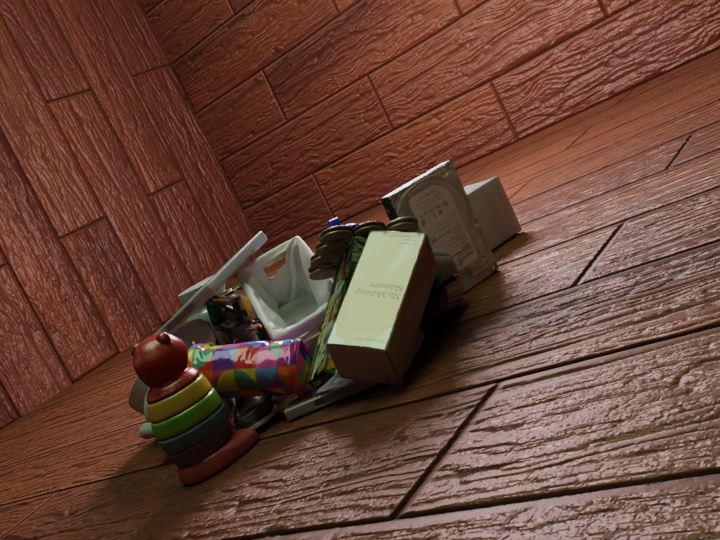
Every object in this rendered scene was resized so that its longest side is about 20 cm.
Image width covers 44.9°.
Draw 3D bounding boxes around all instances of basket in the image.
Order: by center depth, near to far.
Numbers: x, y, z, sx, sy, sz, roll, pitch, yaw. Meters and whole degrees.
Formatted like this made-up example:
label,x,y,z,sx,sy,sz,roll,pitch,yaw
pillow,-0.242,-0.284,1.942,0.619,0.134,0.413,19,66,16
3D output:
label,x,y,z,sx,sy,sz,roll,pitch,yaw
basket,-0.105,0.065,1.468,0.134,0.125,0.201,-29,43,-9

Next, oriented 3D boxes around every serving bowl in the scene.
label,x,y,z,sx,sy,sz,roll,pitch,yaw
serving bowl,-0.324,0.186,1.569,0.201,0.065,0.201,-51,-12,-15

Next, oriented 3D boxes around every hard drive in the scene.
label,x,y,z,sx,sy,sz,roll,pitch,yaw
hard drive,0.133,-0.059,1.435,0.138,0.204,0.038,-29,10,-23

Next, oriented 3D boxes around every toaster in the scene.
label,x,y,z,sx,sy,sz,roll,pitch,yaw
toaster,0.075,0.030,1.337,0.197,0.116,0.129,-26,-6,23

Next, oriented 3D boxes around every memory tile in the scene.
label,x,y,z,sx,sy,sz,roll,pitch,yaw
memory tile,0.000,-0.030,1.323,0.149,0.017,0.200,-7,-17,-13

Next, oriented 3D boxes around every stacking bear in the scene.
label,x,y,z,sx,sy,sz,roll,pitch,yaw
stacking bear,-0.249,0.182,1.218,0.120,0.203,0.113,-21,9,35

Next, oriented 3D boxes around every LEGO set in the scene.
label,x,y,z,sx,sy,sz,roll,pitch,yaw
LEGO set,-0.191,0.102,1.605,0.151,0.205,0.115,-16,8,-35

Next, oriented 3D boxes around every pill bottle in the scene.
label,x,y,z,sx,sy,sz,roll,pitch,yaw
pill bottle,-0.270,0.117,1.702,0.114,0.204,0.116,-25,8,4

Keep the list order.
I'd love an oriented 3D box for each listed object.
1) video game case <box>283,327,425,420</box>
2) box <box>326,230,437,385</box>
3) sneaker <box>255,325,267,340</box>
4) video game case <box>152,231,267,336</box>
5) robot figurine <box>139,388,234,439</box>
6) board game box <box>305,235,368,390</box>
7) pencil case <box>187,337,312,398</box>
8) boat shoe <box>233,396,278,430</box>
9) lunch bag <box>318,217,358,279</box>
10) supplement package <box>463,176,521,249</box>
label,x,y,z,sx,sy,sz,roll,pitch,yaw
video game case,-0.006,0.149,1.267,0.197,0.018,0.143,-25,8,21
box,0.032,0.047,1.182,0.093,0.079,0.203,3,50,22
sneaker,-0.135,0.099,1.808,0.197,0.079,0.085,-28,7,3
video game case,-0.259,0.030,1.508,0.182,0.022,0.201,-39,9,35
robot figurine,-0.282,0.218,1.419,0.168,0.115,0.198,-31,7,-37
board game box,-0.033,0.061,1.238,0.105,0.023,0.204,125,161,-65
pencil case,-0.167,0.141,1.285,0.195,0.091,0.088,-2,15,15
boat shoe,-0.167,0.197,1.355,0.071,0.061,0.200,-26,8,3
lunch bag,0.000,0.000,1.513,0.093,0.203,0.150,-29,7,-19
supplement package,0.186,-0.077,1.666,0.198,0.119,0.116,-32,10,-24
